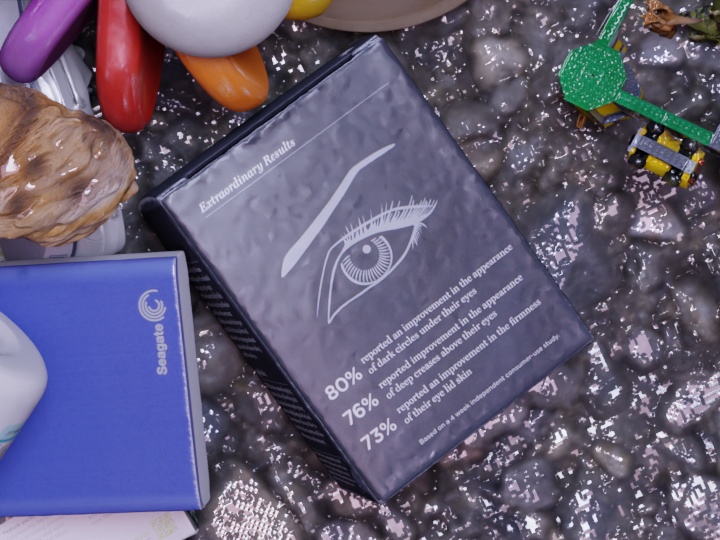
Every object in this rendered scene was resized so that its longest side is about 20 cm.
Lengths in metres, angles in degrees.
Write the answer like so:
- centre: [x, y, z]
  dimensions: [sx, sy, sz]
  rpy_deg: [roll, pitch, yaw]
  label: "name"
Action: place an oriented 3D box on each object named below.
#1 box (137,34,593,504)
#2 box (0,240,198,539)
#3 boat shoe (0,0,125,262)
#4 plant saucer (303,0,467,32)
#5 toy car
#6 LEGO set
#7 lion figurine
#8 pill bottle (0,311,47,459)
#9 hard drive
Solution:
- centre: [0.000, 0.000, 1.128]
  dimensions: [0.148, 0.104, 0.200]
  rpy_deg: [-36, 96, -10]
  label: "box"
- centre: [-0.198, 0.091, 1.158]
  dimensions: [0.144, 0.036, 0.200]
  rpy_deg: [-30, 97, -3]
  label: "box"
- centre: [-0.176, -0.096, 1.136]
  dimensions: [0.065, 0.074, 0.201]
  rpy_deg: [-10, 85, -40]
  label: "boat shoe"
- centre: [-0.003, -0.223, 1.119]
  dimensions: [0.199, 0.029, 0.201]
  rpy_deg: [6, 119, 12]
  label: "plant saucer"
- centre: [-0.120, -0.150, 1.050]
  dimensions: [0.200, 0.175, 0.150]
  rpy_deg: [30, 107, -3]
  label: "toy car"
- centre: [0.208, -0.131, 1.165]
  dimensions: [0.153, 0.116, 0.200]
  rpy_deg: [20, 88, 23]
  label: "LEGO set"
- centre: [-0.202, -0.082, 0.993]
  dimensions: [0.122, 0.072, 0.200]
  rpy_deg: [-39, 105, -8]
  label: "lion figurine"
- centre: [-0.248, 0.102, 1.041]
  dimensions: [0.111, 0.111, 0.200]
  rpy_deg: [34, 100, -7]
  label: "pill bottle"
- centre: [-0.183, 0.062, 1.099]
  dimensions: [0.199, 0.025, 0.132]
  rpy_deg: [-3, 101, 10]
  label: "hard drive"
